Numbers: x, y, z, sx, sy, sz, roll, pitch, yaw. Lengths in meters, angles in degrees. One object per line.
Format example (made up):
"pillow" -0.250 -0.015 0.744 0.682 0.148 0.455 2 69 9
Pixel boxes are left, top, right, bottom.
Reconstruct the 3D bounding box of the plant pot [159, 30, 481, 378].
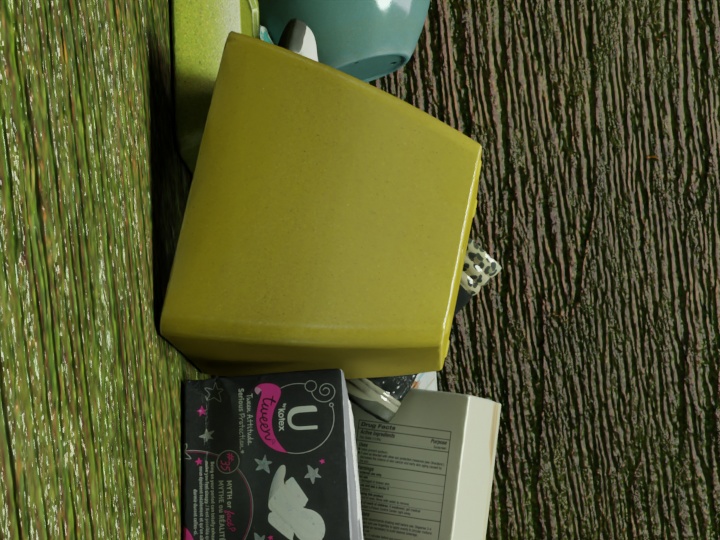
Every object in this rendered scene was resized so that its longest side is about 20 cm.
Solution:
"plant pot" -0.015 -0.023 1.025 0.200 0.175 0.201 73 28 -78

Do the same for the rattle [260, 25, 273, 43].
"rattle" -0.043 -0.124 1.395 0.130 0.142 0.201 123 -40 -59

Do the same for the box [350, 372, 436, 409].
"box" -0.017 0.141 1.253 0.200 0.096 0.178 -42 135 -48

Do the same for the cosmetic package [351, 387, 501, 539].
"cosmetic package" 0.040 0.192 1.157 0.071 0.105 0.202 20 78 -61

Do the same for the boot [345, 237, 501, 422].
"boot" -0.005 -0.001 1.152 0.203 0.154 0.073 41 2 25

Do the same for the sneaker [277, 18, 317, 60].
"sneaker" -0.026 -0.101 1.243 0.067 0.107 0.203 164 -68 -77

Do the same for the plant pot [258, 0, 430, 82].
"plant pot" -0.015 -0.250 1.406 0.200 0.199 0.136 68 6 -83

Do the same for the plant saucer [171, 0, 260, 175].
"plant saucer" -0.106 -0.164 1.157 0.200 0.047 0.201 74 12 -79

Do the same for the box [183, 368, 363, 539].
"box" -0.054 0.185 1.023 0.132 0.114 0.201 80 7 -67
